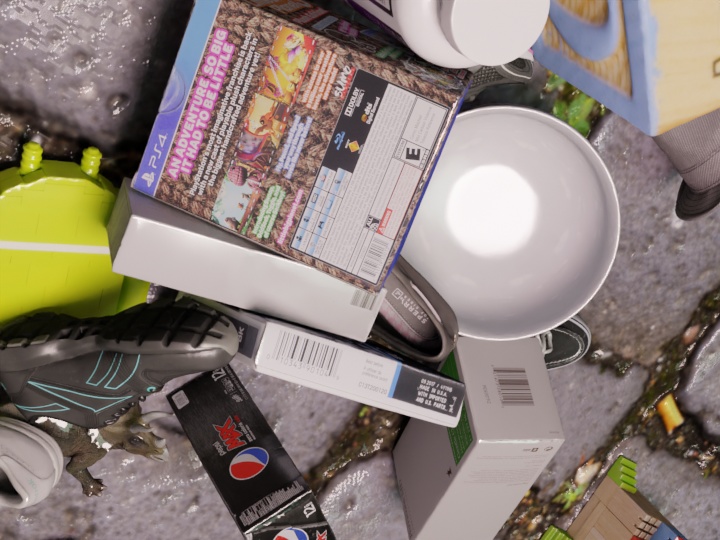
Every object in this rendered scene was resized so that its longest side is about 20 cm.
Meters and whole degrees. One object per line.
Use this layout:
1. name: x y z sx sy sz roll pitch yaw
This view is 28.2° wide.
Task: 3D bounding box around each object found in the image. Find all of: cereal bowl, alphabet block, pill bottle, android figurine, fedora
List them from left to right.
1. android figurine: -0.243 -0.003 1.095 0.181 0.041 0.201 1 117 -27
2. pill bottle: 0.054 -0.216 1.037 0.112 0.200 0.113 -13 121 -21
3. cereal bowl: 0.115 -0.045 1.214 0.199 0.083 0.201 0 101 1
4. alphabet block: 0.252 -0.254 1.129 0.199 0.195 0.197 -23 126 -14
5. fedora: 0.320 -0.148 1.262 0.090 0.177 0.200 42 102 -7

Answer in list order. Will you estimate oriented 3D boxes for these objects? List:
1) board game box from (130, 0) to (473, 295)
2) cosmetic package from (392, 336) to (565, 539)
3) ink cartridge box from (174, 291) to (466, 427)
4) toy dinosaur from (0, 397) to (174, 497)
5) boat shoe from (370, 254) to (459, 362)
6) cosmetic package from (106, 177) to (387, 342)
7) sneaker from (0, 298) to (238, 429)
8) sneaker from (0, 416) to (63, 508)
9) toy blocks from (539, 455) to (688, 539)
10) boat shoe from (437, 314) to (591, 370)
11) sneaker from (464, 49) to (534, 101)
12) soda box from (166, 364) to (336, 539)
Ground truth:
1. board game box: -0.041 -0.103 1.048 0.199 0.097 0.160 24 110 2
2. cosmetic package: 0.100 0.155 1.266 0.084 0.108 0.200 2 143 -18
3. ink cartridge box: -0.047 0.062 1.146 0.197 0.200 0.044 19 89 -35
4. toy dinosaur: -0.248 0.127 1.141 0.199 0.077 0.103 5 129 -6
5. boat shoe: 0.000 0.000 1.157 0.200 0.057 0.067 40 103 -3
6. cosmetic package: -0.086 -0.007 1.068 0.199 0.083 0.051 17 110 -19
7. sneaker: -0.178 0.070 1.060 0.199 0.075 0.080 -4 112 20
8. sneaker: -0.323 0.129 1.058 0.199 0.089 0.076 15 104 -1
9. toy blocks: 0.262 0.313 1.472 0.100 0.137 0.200 28 100 -35
10. boat shoe: 0.139 0.068 1.317 0.198 0.068 0.074 12 110 -32
11. sneaker: 0.039 -0.140 1.140 0.199 0.080 0.087 -6 99 -12
12. soda box: -0.090 0.161 1.164 0.063 0.200 0.071 -29 125 -9
